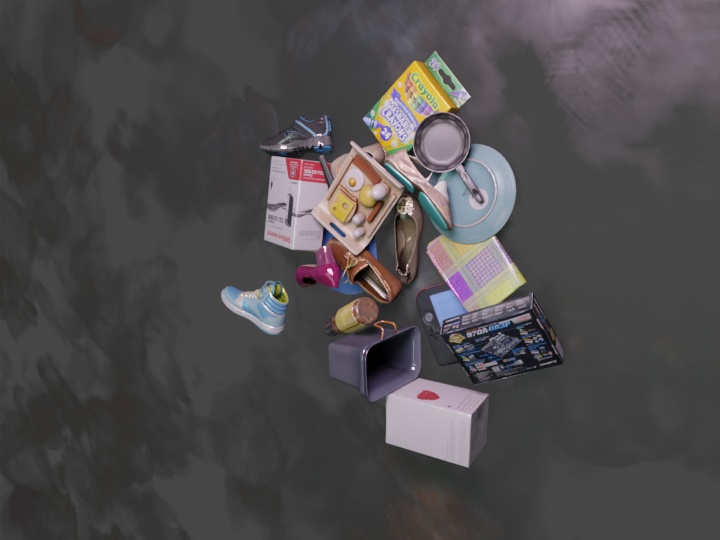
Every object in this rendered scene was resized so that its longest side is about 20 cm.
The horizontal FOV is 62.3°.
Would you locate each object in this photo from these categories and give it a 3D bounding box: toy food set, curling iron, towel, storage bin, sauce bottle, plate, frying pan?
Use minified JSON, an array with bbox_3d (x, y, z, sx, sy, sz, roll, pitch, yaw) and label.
[{"bbox_3d":[-0.011,-0.149,1.256,0.143,0.060,0.201,42,125,9],"label":"toy food set"},{"bbox_3d":[-0.044,-0.163,1.324,0.049,0.025,0.202,-20,99,36],"label":"curling iron"},{"bbox_3d":[0.232,-0.015,1.221,0.143,0.023,0.201,-43,65,25],"label":"towel"},{"bbox_3d":[0.025,0.183,1.326,0.133,0.199,0.148,7,106,39],"label":"storage bin"},{"bbox_3d":[-0.029,0.113,1.379,0.199,0.065,0.067,-28,85,57],"label":"sauce bottle"},{"bbox_3d":[0.216,-0.156,1.206,0.197,0.025,0.204,0,89,34],"label":"plate"},{"bbox_3d":[0.192,-0.233,1.178,0.189,0.031,0.116,34,107,6],"label":"frying pan"}]

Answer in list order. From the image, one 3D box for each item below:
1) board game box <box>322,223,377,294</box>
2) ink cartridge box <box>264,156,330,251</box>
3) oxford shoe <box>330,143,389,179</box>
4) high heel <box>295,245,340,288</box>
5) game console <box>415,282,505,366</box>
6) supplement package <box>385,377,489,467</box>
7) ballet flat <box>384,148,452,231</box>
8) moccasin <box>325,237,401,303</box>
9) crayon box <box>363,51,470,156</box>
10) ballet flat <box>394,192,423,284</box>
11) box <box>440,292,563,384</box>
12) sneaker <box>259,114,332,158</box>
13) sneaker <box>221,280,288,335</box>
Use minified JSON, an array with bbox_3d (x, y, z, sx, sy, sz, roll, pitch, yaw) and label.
[{"bbox_3d":[-0.025,-0.047,1.394,0.156,0.039,0.204,3,107,26],"label":"board game box"},{"bbox_3d":[-0.149,-0.155,1.380,0.143,0.083,0.204,18,105,51],"label":"ink cartridge box"},{"bbox_3d":[-0.031,-0.230,1.333,0.198,0.074,0.072,-25,90,34],"label":"oxford shoe"},{"bbox_3d":[-0.100,0.026,1.352,0.200,0.066,0.098,130,131,-61],"label":"high heel"},{"bbox_3d":[0.224,0.106,1.275,0.198,0.031,0.180,-17,91,34],"label":"game console"},{"bbox_3d":[0.167,0.324,1.304,0.197,0.121,0.122,7,105,29],"label":"supplement package"},{"bbox_3d":[0.133,-0.171,1.205,0.067,0.068,0.200,-40,81,-8],"label":"ballet flat"},{"bbox_3d":[-0.001,0.001,1.326,0.201,0.078,0.074,45,122,8],"label":"moccasin"},{"bbox_3d":[0.112,-0.336,1.236,0.200,0.051,0.126,-42,78,31],"label":"crayon box"},{"bbox_3d":[0.098,-0.068,1.305,0.066,0.046,0.204,9,105,29],"label":"ballet flat"},{"bbox_3d":[0.281,0.142,1.189,0.198,0.046,0.160,-21,120,30],"label":"box"},{"bbox_3d":[-0.149,-0.312,1.402,0.197,0.073,0.084,-1,84,26],"label":"sneaker"},{"bbox_3d":[-0.265,0.063,1.543,0.198,0.079,0.132,29,116,13],"label":"sneaker"}]
